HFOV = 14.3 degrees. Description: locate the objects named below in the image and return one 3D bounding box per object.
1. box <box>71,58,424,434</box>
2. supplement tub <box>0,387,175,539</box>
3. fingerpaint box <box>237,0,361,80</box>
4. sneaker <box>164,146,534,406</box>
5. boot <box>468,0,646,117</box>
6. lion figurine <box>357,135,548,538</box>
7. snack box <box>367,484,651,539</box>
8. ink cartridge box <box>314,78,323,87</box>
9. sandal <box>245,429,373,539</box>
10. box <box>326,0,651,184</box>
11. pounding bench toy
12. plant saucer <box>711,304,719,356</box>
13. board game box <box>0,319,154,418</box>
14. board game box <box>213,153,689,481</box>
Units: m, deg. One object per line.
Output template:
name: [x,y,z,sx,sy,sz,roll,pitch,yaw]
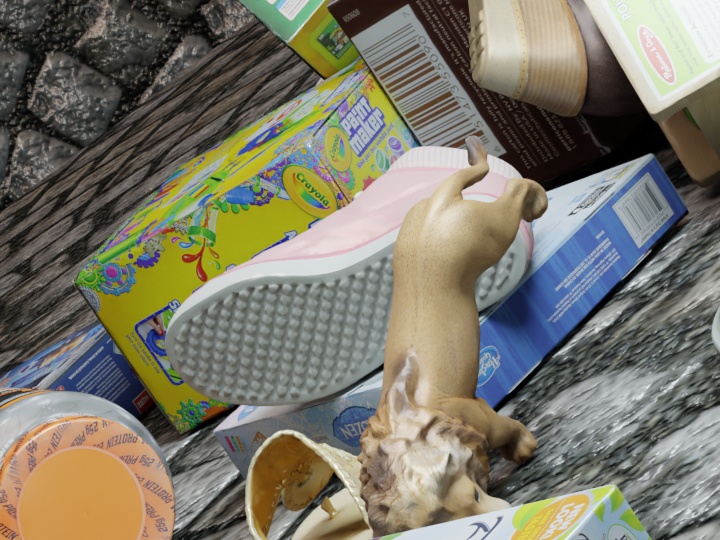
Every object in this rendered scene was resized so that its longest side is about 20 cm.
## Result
box: [-0.044,-0.025,1.808,0.192,0.122,0.200,-29,11,27]
supplement tub: [-0.172,0.125,1.540,0.122,0.123,0.200,-38,12,-17]
fingerpaint box: [0.037,-0.205,1.913,0.200,0.167,0.073,-50,51,2]
sneaker: [0.000,0.000,1.452,0.199,0.076,0.105,-22,20,19]
boot: [0.141,-0.175,1.608,0.165,0.201,0.072,5,-23,-12]
lion figurine: [0.036,0.030,1.249,0.072,0.201,0.122,-8,-11,21]
snack box: [0.006,0.152,1.062,0.142,0.053,0.200,-43,14,-34]
ink cartridge box: [0.051,-0.156,2.109,0.146,0.084,0.200,-54,14,-9]
sandal: [-0.019,0.104,1.302,0.077,0.070,0.212,-33,11,7]
box: [0.123,-0.167,1.761,0.200,0.166,0.164,-39,7,-31]
pounding bench toy: [0.202,-0.108,1.454,0.124,0.201,0.156,-31,-21,7]
plant saucer: [0.226,-0.035,1.221,0.200,0.050,0.200,-33,11,8]
board game box: [-0.240,0.117,1.954,0.199,0.062,0.200,-25,14,46]
board game box: [0.046,0.029,1.507,0.200,0.043,0.199,-42,14,-33]
